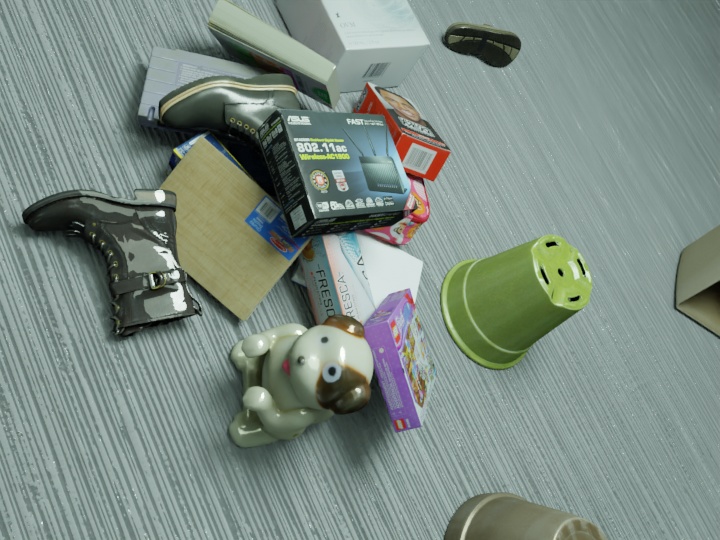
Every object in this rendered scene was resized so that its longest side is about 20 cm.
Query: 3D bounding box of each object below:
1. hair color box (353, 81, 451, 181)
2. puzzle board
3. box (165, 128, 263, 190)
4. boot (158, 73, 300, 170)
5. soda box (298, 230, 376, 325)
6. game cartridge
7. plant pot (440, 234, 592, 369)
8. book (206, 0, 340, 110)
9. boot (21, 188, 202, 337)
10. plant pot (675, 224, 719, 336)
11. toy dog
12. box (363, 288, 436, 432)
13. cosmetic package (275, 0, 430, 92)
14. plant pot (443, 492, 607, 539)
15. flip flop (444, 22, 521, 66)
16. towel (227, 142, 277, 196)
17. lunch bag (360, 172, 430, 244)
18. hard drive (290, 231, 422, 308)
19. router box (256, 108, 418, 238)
[{"bbox_3d":[0.065,-0.238,0.995,0.100,0.062,0.201,13,33,-29],"label":"hair color box"},{"bbox_3d":[-0.183,-0.054,0.788,0.199,0.017,0.151,40,92,-2],"label":"puzzle board"},{"bbox_3d":[-0.181,-0.096,0.838,0.200,0.064,0.070,48,53,-3],"label":"box"},{"bbox_3d":[-0.160,-0.187,0.804,0.197,0.077,0.140,-18,80,-22],"label":"boot"},{"bbox_3d":[-0.028,0.032,0.829,0.068,0.063,0.203,-17,94,-45],"label":"soda box"},{"bbox_3d":[-0.215,-0.253,0.869,0.197,0.038,0.132,9,62,-14],"label":"game cartridge"},{"bbox_3d":[0.263,0.038,0.956,0.197,0.190,0.203,12,62,-24],"label":"plant pot"},{"bbox_3d":[-0.126,-0.328,0.915,0.198,0.134,0.049,29,89,3],"label":"book"},{"bbox_3d":[-0.302,-0.006,0.723,0.197,0.069,0.177,-6,83,-15],"label":"boot"},{"bbox_3d":[0.834,0.008,1.311,0.198,0.200,0.179,29,45,-15],"label":"plant pot"},{"bbox_3d":[-0.059,0.136,0.714,0.191,0.200,0.142,17,60,-22],"label":"toy dog"},{"bbox_3d":[0.058,0.112,0.804,0.200,0.039,0.139,-36,109,-74],"label":"box"},{"bbox_3d":[-0.014,-0.447,1.068,0.197,0.123,0.202,-19,76,-35],"label":"cosmetic package"},{"bbox_3d":[0.235,0.394,0.781,0.197,0.173,0.203,14,60,-25],"label":"plant pot"},{"bbox_3d":[0.270,-0.508,1.299,0.197,0.081,0.058,4,50,-23],"label":"flip flop"},{"bbox_3d":[-0.156,-0.214,0.919,0.110,0.048,0.203,-8,72,-32],"label":"towel"},{"bbox_3d":[0.013,-0.146,0.959,0.198,0.082,0.178,19,43,-23],"label":"lunch bag"},{"bbox_3d":[0.000,0.000,0.922,0.198,0.025,0.133,27,56,-17],"label":"hard drive"},{"bbox_3d":[-0.026,-0.133,0.796,0.198,0.062,0.152,-11,76,-43],"label":"router box"}]
